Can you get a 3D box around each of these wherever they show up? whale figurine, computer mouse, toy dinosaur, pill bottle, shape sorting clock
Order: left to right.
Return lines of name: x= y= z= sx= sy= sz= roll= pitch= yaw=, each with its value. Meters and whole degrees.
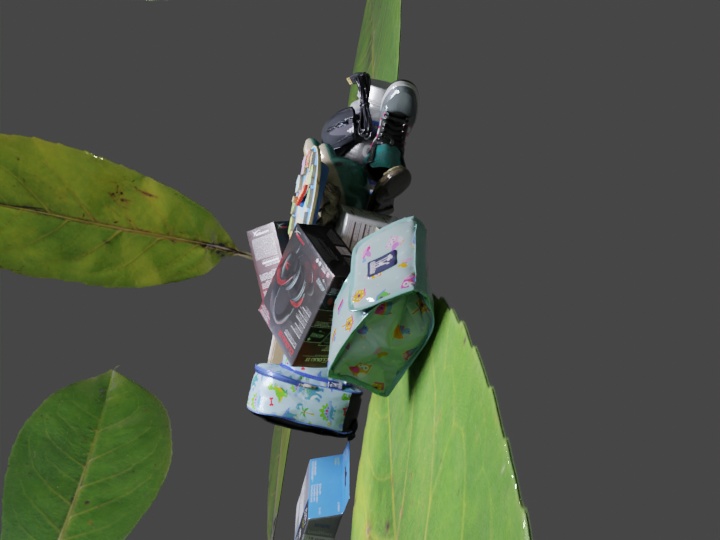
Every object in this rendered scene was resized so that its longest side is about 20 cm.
shape sorting clock: x=-0.099 y=-0.118 z=1.477 sx=0.200 sy=0.039 sz=0.201 roll=-165 pitch=90 yaw=-77
toy dinosaur: x=-0.067 y=-0.072 z=1.508 sx=0.200 sy=0.047 sz=0.088 roll=113 pitch=178 yaw=-57
whale figurine: x=-0.048 y=-0.178 z=1.620 sx=0.200 sy=0.103 sz=0.159 roll=-119 pitch=18 yaw=-46
computer mouse: x=-0.036 y=-0.301 z=1.632 sx=0.200 sy=0.046 sz=0.141 roll=164 pitch=107 yaw=-65
pill bottle: x=0.024 y=-0.271 z=1.691 sx=0.114 sy=0.113 sz=0.200 roll=-97 pitch=20 yaw=-66

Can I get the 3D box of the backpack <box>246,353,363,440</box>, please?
backpack: x=-0.103 y=0.218 z=1.579 sx=0.183 sy=0.199 sz=0.147 roll=163 pitch=118 yaw=-82

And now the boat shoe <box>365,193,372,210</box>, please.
boat shoe: x=-0.003 y=-0.058 z=1.638 sx=0.075 sy=0.075 sz=0.203 roll=52 pitch=-142 yaw=-50

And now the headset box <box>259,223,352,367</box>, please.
headset box: x=-0.081 y=0.049 z=1.371 sx=0.149 sy=0.075 sz=0.200 roll=54 pitch=127 yaw=43

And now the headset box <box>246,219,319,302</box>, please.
headset box: x=-0.119 y=0.010 z=1.604 sx=0.075 sy=0.148 sz=0.201 roll=-17 pitch=84 yaw=35

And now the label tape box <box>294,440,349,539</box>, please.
label tape box: x=-0.072 y=0.425 z=1.560 sx=0.144 sy=0.063 sz=0.200 roll=-92 pitch=15 yaw=-56

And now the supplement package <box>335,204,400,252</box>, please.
supplement package: x=0.000 y=0.000 z=1.486 sx=0.156 sy=0.111 sz=0.201 roll=-119 pitch=42 yaw=-77

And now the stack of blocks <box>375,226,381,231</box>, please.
stack of blocks: x=0.038 y=0.038 z=1.356 sx=0.115 sy=0.058 sz=0.201 roll=-125 pitch=47 yaw=-78

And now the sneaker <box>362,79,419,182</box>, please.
sneaker: x=0.054 y=-0.232 z=1.530 sx=0.200 sy=0.083 sz=0.121 roll=105 pitch=173 yaw=-45

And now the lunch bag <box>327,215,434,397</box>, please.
lunch bag: x=0.035 y=0.042 z=1.170 sx=0.171 sy=0.122 sz=0.200 roll=-85 pitch=19 yaw=-52

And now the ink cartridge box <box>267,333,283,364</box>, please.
ink cartridge box: x=-0.102 y=0.130 z=1.816 sx=0.075 sy=0.164 sz=0.201 roll=138 pitch=143 yaw=-76

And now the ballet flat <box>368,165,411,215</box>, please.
ballet flat: x=0.046 y=-0.147 z=1.533 sx=0.200 sy=0.067 sz=0.046 roll=112 pitch=142 yaw=-73
